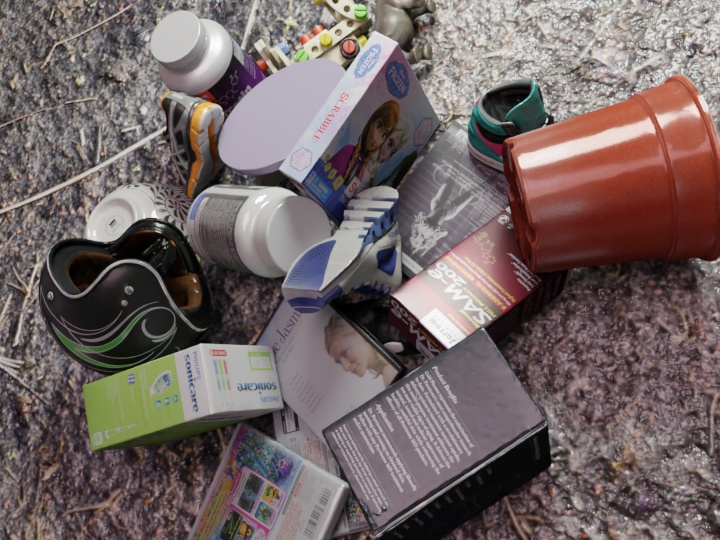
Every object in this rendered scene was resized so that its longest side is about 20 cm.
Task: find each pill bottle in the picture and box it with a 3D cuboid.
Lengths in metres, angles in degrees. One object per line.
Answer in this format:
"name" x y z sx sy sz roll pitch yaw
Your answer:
"pill bottle" -0.206 -0.271 1.214 0.111 0.200 0.114 -7 69 20
"pill bottle" -0.132 -0.051 1.116 0.199 0.113 0.115 11 74 52

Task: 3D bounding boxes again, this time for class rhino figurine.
"rhino figurine" 0.057 -0.363 1.218 0.087 0.060 0.203 -7 66 31

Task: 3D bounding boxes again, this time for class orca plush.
"orca plush" 0.039 0.071 1.047 0.199 0.071 0.105 28 68 37

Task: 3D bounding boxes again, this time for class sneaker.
"sneaker" 0.000 -0.001 1.057 0.080 0.116 0.200 8 43 37
"sneaker" -0.235 -0.176 1.204 0.077 0.201 0.079 30 57 7
"sneaker" 0.216 -0.166 1.040 0.198 0.121 0.084 23 66 23

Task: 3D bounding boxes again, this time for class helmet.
"helmet" -0.309 0.039 1.118 0.189 0.200 0.202 -22 65 11

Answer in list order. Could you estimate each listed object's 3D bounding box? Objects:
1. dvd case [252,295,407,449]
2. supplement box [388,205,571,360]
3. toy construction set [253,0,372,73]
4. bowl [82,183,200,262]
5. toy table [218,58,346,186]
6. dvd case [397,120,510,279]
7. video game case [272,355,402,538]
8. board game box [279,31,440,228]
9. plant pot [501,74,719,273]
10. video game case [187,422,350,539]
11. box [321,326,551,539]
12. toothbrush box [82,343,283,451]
"dvd case" -0.047 0.114 1.069 0.200 0.017 0.144 42 109 30
"supplement box" 0.140 0.022 1.004 0.199 0.061 0.109 -36 60 -22
"toy construction set" -0.063 -0.337 1.240 0.199 0.092 0.132 -36 86 15
"bowl" -0.332 -0.049 1.248 0.198 0.094 0.203 -8 69 21
"toy table" -0.083 -0.185 1.181 0.198 0.117 0.186 -21 66 15
"dvd case" 0.113 -0.078 1.119 0.148 0.016 0.201 40 89 27
"video game case" -0.017 0.217 1.066 0.180 0.023 0.202 -18 65 16
"board game box" 0.007 -0.159 1.088 0.041 0.200 0.201 32 86 27
"plant pot" 0.262 -0.089 0.936 0.193 0.201 0.203 -12 67 5
"video game case" -0.121 0.314 1.054 0.181 0.024 0.202 22 87 34
"box" 0.088 0.189 0.915 0.195 0.200 0.125 -31 63 -1
"toothbrush box" -0.219 0.158 1.075 0.198 0.145 0.087 -19 76 27
